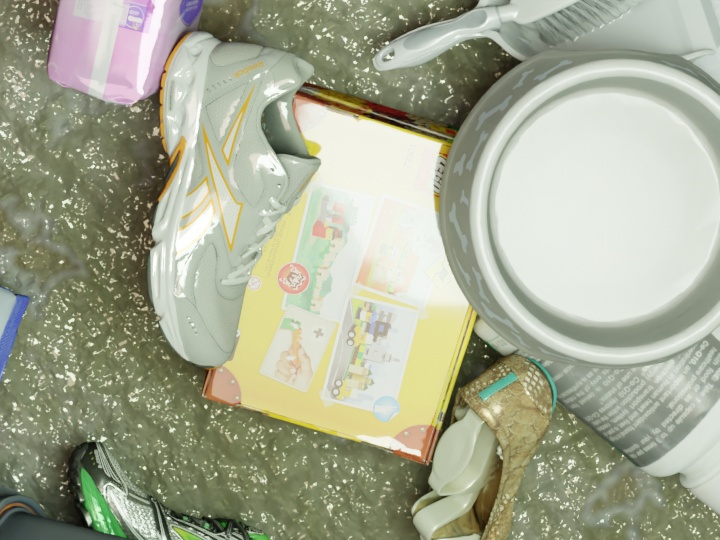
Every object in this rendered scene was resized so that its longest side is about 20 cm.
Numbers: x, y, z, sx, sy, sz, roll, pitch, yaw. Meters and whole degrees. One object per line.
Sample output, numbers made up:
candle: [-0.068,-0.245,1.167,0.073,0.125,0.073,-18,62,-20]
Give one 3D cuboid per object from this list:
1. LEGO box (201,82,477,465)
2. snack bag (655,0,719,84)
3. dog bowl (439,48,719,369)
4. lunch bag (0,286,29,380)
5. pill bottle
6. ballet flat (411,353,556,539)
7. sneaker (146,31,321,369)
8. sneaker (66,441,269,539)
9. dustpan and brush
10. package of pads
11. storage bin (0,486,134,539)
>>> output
LEGO box: [0.000,0.000,1.710,0.149,0.077,0.201,17,99,-4]
snack bag: [0.280,-0.164,1.678,0.199,0.021,0.189,12,78,2]
dog bowl: [0.148,-0.035,1.609,0.199,0.059,0.201,0,96,-4]
lunch bag: [-0.313,0.079,1.700,0.170,0.124,0.200,22,85,-5]
pill bottle: [0.177,0.054,1.705,0.200,0.113,0.113,39,97,-7]
ballet flat: [0.064,0.132,1.702,0.065,0.071,0.200,-19,139,-33]
sneaker: [-0.071,-0.039,1.631,0.092,0.076,0.201,5,98,17]
sneaker: [-0.109,0.177,1.749,0.085,0.078,0.200,-44,107,-1]
dustpan and brush: [0.104,-0.159,1.678,0.200,0.057,0.140,-25,65,19]
package of pads: [-0.127,-0.203,1.650,0.075,0.121,0.201,14,100,2]
storage bin: [-0.168,0.245,1.668,0.134,0.146,0.200,3,131,39]
